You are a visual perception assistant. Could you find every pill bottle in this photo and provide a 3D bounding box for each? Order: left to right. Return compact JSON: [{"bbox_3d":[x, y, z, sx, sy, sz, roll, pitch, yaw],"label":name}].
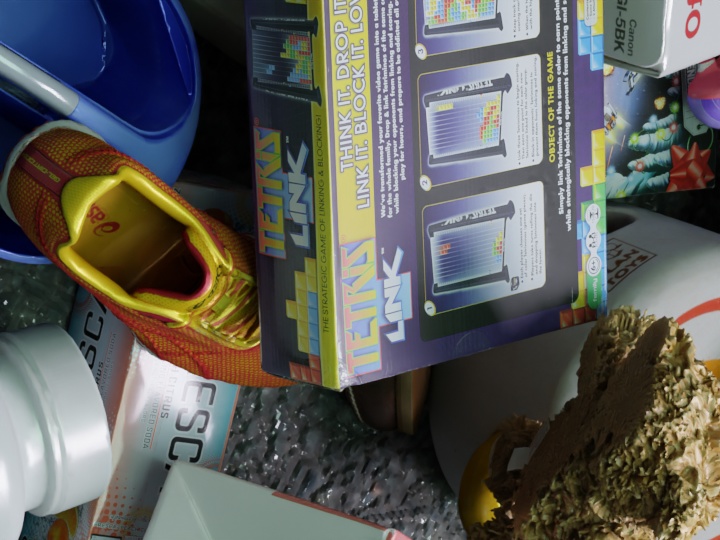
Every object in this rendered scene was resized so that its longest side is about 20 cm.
[{"bbox_3d":[-0.213,0.088,1.145,0.199,0.111,0.112,-17,110,-27],"label":"pill bottle"}]

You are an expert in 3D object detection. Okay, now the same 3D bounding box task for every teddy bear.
[{"bbox_3d":[0.107,0.092,1.162,0.066,0.200,0.145,25,44,-15],"label":"teddy bear"}]

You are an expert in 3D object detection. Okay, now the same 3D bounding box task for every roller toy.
[{"bbox_3d":[0.138,0.065,1.334,0.199,0.140,0.183,15,95,-36],"label":"roller toy"}]

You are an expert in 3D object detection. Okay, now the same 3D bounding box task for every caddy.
[{"bbox_3d":[-0.161,-0.091,1.136,0.200,0.105,0.142,32,85,-33],"label":"caddy"}]

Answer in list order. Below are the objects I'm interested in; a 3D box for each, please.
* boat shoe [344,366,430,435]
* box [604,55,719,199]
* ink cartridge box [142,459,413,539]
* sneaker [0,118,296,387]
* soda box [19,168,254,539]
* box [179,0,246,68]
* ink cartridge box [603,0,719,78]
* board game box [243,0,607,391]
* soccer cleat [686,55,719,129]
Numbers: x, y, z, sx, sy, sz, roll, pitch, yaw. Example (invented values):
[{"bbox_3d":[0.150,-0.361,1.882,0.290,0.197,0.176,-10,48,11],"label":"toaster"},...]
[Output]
[{"bbox_3d":[0.000,0.000,1.264,0.070,0.071,0.201,4,135,7],"label":"boat shoe"},{"bbox_3d":[0.119,-0.136,1.337,0.136,0.040,0.201,-8,105,-31],"label":"box"},{"bbox_3d":[-0.010,0.155,1.235,0.200,0.116,0.068,40,67,-62],"label":"ink cartridge box"},{"bbox_3d":[-0.074,0.009,1.138,0.200,0.077,0.073,32,95,-45],"label":"sneaker"},{"bbox_3d":[-0.098,0.053,1.233,0.063,0.068,0.201,11,97,-34],"label":"soda box"},{"bbox_3d":[-0.046,-0.141,1.217,0.200,0.068,0.082,32,84,-34],"label":"box"},{"bbox_3d":[0.170,-0.188,1.250,0.199,0.083,0.148,-22,122,-44],"label":"ink cartridge box"},{"bbox_3d":[0.031,-0.064,1.142,0.165,0.057,0.201,-12,106,-39],"label":"board game box"},{"bbox_3d":[0.235,-0.085,1.380,0.200,0.066,0.077,-18,106,-52],"label":"soccer cleat"}]
